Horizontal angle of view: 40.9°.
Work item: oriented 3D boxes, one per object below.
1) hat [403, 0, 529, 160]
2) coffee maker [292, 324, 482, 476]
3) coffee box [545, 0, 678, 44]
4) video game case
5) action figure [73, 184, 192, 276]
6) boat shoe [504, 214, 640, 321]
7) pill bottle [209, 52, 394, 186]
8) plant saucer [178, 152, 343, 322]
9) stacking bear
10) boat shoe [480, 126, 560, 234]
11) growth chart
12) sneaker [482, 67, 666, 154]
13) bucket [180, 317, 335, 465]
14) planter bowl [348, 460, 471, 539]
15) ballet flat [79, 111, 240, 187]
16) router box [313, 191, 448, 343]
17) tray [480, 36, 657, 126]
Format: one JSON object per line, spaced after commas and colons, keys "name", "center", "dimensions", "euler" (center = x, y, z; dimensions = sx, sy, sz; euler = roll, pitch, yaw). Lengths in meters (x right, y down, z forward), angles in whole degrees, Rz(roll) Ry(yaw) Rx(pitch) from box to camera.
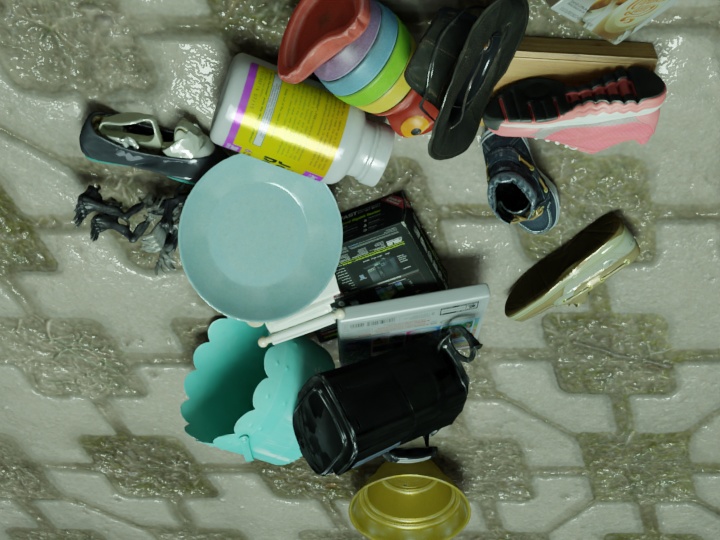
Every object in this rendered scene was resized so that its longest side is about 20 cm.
{"name": "hat", "center": [0.091, -0.207, 0.970], "dimensions": [0.080, 0.201, 0.203], "euler": [28, 134, 15]}
{"name": "coffee maker", "center": [0.027, 0.158, 1.230], "dimensions": [0.198, 0.134, 0.195], "euler": [-16, 133, -37]}
{"name": "coffee box", "center": [0.239, -0.291, 0.905], "dimensions": [0.114, 0.081, 0.199], "euler": [-34, 165, 27]}
{"name": "video game case", "center": [0.067, 0.077, 1.288], "dimensions": [0.196, 0.024, 0.183], "euler": [-10, 156, -4]}
{"name": "action figure", "center": [-0.244, -0.051, 1.189], "dimensions": [0.196, 0.104, 0.119], "euler": [5, 154, 7]}
{"name": "boat shoe", "center": [0.275, 0.013, 1.255], "dimensions": [0.066, 0.075, 0.199], "euler": [38, 123, -22]}
{"name": "pill bottle", "center": [-0.064, -0.162, 1.090], "dimensions": [0.197, 0.105, 0.105], "euler": [19, 131, -14]}
{"name": "plant saucer", "center": [-0.120, -0.041, 1.153], "dimensions": [0.197, 0.039, 0.206], "euler": [-2, 98, -15]}
{"name": "stacking bear", "center": [0.021, -0.215, 1.039], "dimensions": [0.120, 0.115, 0.199], "euler": [-30, 136, 30]}
{"name": "boat shoe", "center": [0.189, -0.081, 1.143], "dimensions": [0.070, 0.092, 0.201], "euler": [-13, 143, 23]}
{"name": "growth chart", "center": [-0.093, -0.013, 1.206], "dimensions": [0.142, 0.018, 0.204], "euler": [-11, 90, 20]}
{"name": "sneaker", "center": [0.233, -0.159, 1.056], "dimensions": [0.196, 0.075, 0.088], "euler": [-5, 136, 8]}
{"name": "bucket", "center": [-0.138, 0.161, 1.323], "dimensions": [0.134, 0.210, 0.206], "euler": [31, 127, -34]}
{"name": "planter bowl", "center": [0.080, 0.360, 1.568], "dimensions": [0.196, 0.084, 0.203], "euler": [1, 131, 2]}
{"name": "ballet flat", "center": [-0.234, -0.148, 1.137], "dimensions": [0.196, 0.074, 0.074], "euler": [11, 132, -5]}
{"name": "router box", "center": [0.000, 0.000, 1.262], "dimensions": [0.197, 0.063, 0.151], "euler": [-18, 129, 18]}
{"name": "tray", "center": [0.223, -0.207, 1.085], "dimensions": [0.196, 0.037, 0.100], "euler": [2, 132, -1]}
